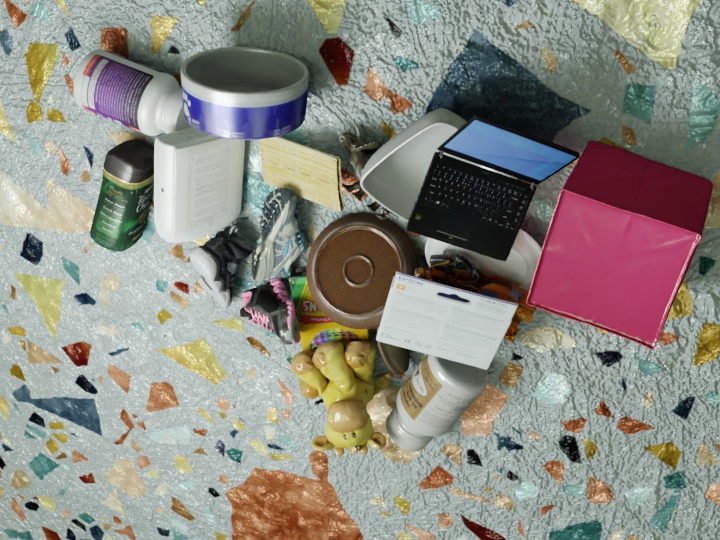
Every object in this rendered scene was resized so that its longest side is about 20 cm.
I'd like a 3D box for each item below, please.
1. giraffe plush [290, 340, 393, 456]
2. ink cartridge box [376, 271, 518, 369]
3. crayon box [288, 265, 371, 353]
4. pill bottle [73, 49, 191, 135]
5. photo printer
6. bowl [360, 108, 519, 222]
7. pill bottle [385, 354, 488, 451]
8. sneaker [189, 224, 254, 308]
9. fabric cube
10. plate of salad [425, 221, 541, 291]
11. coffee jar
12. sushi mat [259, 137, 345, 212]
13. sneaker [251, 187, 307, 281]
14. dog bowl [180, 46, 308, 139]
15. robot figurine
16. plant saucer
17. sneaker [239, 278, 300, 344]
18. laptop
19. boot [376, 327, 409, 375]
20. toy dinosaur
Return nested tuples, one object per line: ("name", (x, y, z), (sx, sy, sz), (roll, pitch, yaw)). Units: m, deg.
("giraffe plush", (-0.029, 0.241, 1.697), (0.172, 0.163, 0.200), (-19, 138, 20))
("ink cartridge box", (0.137, 0.071, 1.528), (0.196, 0.043, 0.200), (15, 142, 1))
("crayon box", (-0.049, 0.086, 1.715), (0.126, 0.051, 0.201), (-7, 115, 6))
("pill bottle", (-0.382, -0.299, 1.648), (0.199, 0.111, 0.112), (22, 123, 13))
("photo printer", (-0.279, -0.148, 1.651), (0.069, 0.166, 0.201), (30, 128, 33))
("bowl", (0.121, -0.160, 1.480), (0.199, 0.075, 0.200), (31, 132, -31))
("pill bottle", (0.129, 0.228, 1.691), (0.114, 0.114, 0.200), (36, 125, 3))
("sneaker", (-0.242, -0.010, 1.760), (0.075, 0.114, 0.200), (40, 162, 19))
("fabric cube", (0.377, -0.042, 1.383), (0.199, 0.199, 0.197), (21, 122, 13))
("plate of salad", (0.205, -0.023, 1.555), (0.199, 0.048, 0.200), (12, 142, 9))
("coffee jar", (-0.434, -0.140, 1.761), (0.085, 0.104, 0.200), (26, 124, 7))
("sushi mat", (-0.101, -0.168, 1.605), (0.200, 0.012, 0.096), (24, 129, 40))
("sneaker", (-0.134, -0.065, 1.682), (0.086, 0.078, 0.200), (2, 135, -22))
("dog bowl", (-0.183, -0.283, 1.511), (0.199, 0.200, 0.079), (16, 125, 16))
("robot figurine", (0.180, 0.044, 1.558), (0.199, 0.058, 0.145), (20, 144, -3))
("plant saucer", (0.000, 0.000, 1.620), (0.200, 0.034, 0.201), (-1, 86, 12))
("sneaker", (-0.164, 0.079, 1.694), (0.095, 0.200, 0.079), (-13, 115, -12))
("laptop", (0.190, -0.113, 1.390), (0.177, 0.103, 0.201), (17, 104, -18))
("boot", (0.082, 0.094, 1.666), (0.097, 0.075, 0.201), (-2, 113, 28))
("toy dinosaur", (0.038, -0.145, 1.556), (0.200, 0.077, 0.102), (39, 93, -14))
